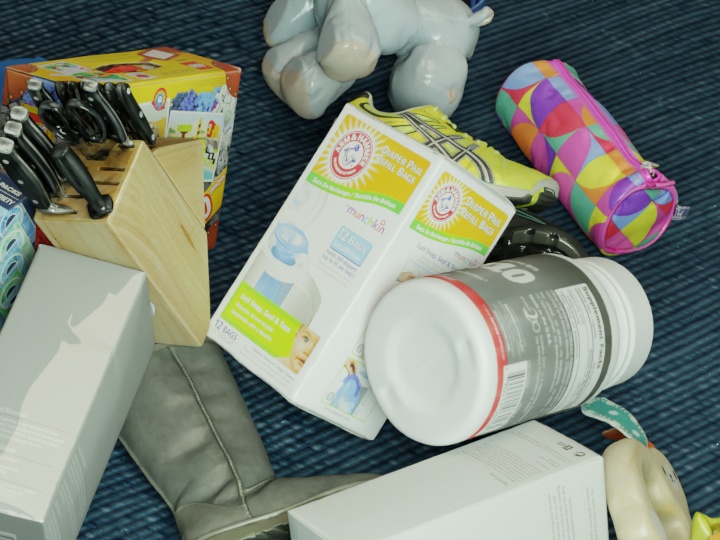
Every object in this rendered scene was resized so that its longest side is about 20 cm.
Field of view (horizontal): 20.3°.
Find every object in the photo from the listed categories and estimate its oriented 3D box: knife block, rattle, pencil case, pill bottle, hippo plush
[{"bbox_3d":[-0.175,-0.033,1.358,0.064,0.201,0.175,4,12,27],"label":"knife block"},{"bbox_3d":[0.234,0.136,1.384,0.130,0.143,0.200,41,24,-13],"label":"rattle"},{"bbox_3d":[0.192,-0.099,1.698,0.088,0.089,0.200,-14,45,-24],"label":"pencil case"},{"bbox_3d":[0.108,0.049,1.404,0.200,0.114,0.114,-11,42,-46],"label":"pill bottle"},{"bbox_3d":[0.016,-0.206,1.764,0.160,0.159,0.201,21,66,-30],"label":"hippo plush"}]

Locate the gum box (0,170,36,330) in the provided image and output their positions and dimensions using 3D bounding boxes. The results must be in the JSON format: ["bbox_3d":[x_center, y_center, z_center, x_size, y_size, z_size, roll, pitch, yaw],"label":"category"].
[{"bbox_3d":[-0.302,0.049,1.371,0.044,0.170,0.200,27,43,20],"label":"gum box"}]

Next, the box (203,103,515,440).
[{"bbox_3d":[0.000,0.000,1.438,0.112,0.200,0.101,34,2,42],"label":"box"}]

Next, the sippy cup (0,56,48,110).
[{"bbox_3d":[-0.261,-0.089,1.567,0.139,0.131,0.178,-17,47,-26],"label":"sippy cup"}]

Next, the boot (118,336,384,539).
[{"bbox_3d":[-0.076,0.124,1.412,0.181,0.073,0.200,-9,38,-19],"label":"boot"}]

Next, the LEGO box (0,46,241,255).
[{"bbox_3d":[-0.183,-0.081,1.503,0.077,0.149,0.200,18,18,26],"label":"LEGO box"}]

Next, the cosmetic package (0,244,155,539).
[{"bbox_3d":[-0.208,0.095,1.346,0.090,0.107,0.200,13,56,6],"label":"cosmetic package"}]

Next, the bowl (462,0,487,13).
[{"bbox_3d":[0.023,-0.273,1.900,0.200,0.039,0.201,5,41,-4],"label":"bowl"}]

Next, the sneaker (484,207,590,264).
[{"bbox_3d":[0.090,-0.021,1.615,0.199,0.076,0.079,17,15,16],"label":"sneaker"}]

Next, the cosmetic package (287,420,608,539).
[{"bbox_3d":[0.061,0.185,1.315,0.199,0.108,0.085,-15,22,-27],"label":"cosmetic package"}]

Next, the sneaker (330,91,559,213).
[{"bbox_3d":[0.069,-0.096,1.659,0.199,0.075,0.077,15,79,4],"label":"sneaker"}]
